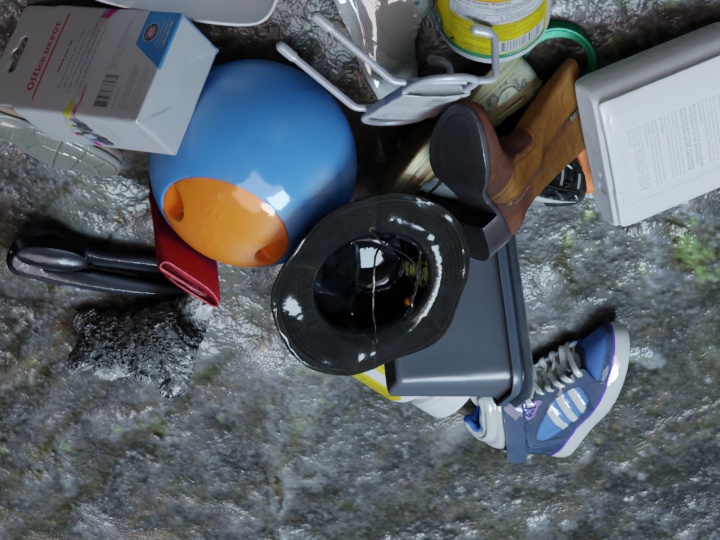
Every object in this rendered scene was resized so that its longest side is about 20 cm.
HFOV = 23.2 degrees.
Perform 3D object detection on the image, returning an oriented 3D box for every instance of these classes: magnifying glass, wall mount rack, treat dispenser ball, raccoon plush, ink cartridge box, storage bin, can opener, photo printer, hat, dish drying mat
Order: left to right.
[{"bbox_3d":[-0.245,-0.181,1.641,0.200,0.115,0.068,10,161,34],"label":"ink cartridge box"},{"bbox_3d":[-0.272,-0.001,1.834,0.200,0.079,0.063,13,116,-23],"label":"can opener"},{"bbox_3d":[-0.233,0.051,1.841,0.134,0.097,0.200,12,137,-10],"label":"raccoon plush"},{"bbox_3d":[-0.176,-0.031,1.731,0.077,0.200,0.018,33,107,-23],"label":"dish drying mat"},{"bbox_3d":[-0.103,-0.103,1.685,0.201,0.201,0.201,-2,125,-2],"label":"treat dispenser ball"},{"bbox_3d":[0.000,0.000,1.670,0.201,0.081,0.201,-11,119,-20],"label":"hat"},{"bbox_3d":[0.024,-0.183,1.589,0.174,0.200,0.075,-1,83,-18],"label":"wall mount rack"},{"bbox_3d":[0.087,0.041,1.774,0.134,0.200,0.146,-4,168,-7],"label":"storage bin"},{"bbox_3d":[0.212,-0.163,1.772,0.080,0.022,0.200,-16,123,8],"label":"magnifying glass"},{"bbox_3d":[0.320,-0.150,1.734,0.200,0.069,0.166,-23,127,-7],"label":"photo printer"}]

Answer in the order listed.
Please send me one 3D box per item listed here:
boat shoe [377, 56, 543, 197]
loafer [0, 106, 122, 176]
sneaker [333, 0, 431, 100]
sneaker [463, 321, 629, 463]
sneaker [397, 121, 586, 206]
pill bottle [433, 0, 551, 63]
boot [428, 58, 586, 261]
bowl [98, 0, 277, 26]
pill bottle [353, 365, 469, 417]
[{"bbox_3d":[0.099,-0.132,1.696,0.200,0.073,0.063,-47,107,-8],"label":"boat shoe"},{"bbox_3d":[-0.324,-0.152,1.724,0.200,0.063,0.072,18,156,-19],"label":"loafer"},{"bbox_3d":[0.034,-0.236,1.678,0.088,0.075,0.200,-20,122,9],"label":"sneaker"},{"bbox_3d":[0.195,0.126,1.935,0.146,0.081,0.200,13,129,-17],"label":"sneaker"},{"bbox_3d":[0.132,-0.102,1.782,0.200,0.074,0.079,11,154,-6],"label":"sneaker"},{"bbox_3d":[0.119,-0.277,1.575,0.113,0.113,0.200,-7,161,1],"label":"pill bottle"},{"bbox_3d":[0.156,-0.133,1.662,0.068,0.200,0.188,19,144,38],"label":"boot"},{"bbox_3d":[-0.158,-0.334,1.596,0.200,0.075,0.200,8,125,-9],"label":"bowl"},{"bbox_3d":[0.029,0.070,1.867,0.200,0.114,0.114,33,117,-23],"label":"pill bottle"}]
